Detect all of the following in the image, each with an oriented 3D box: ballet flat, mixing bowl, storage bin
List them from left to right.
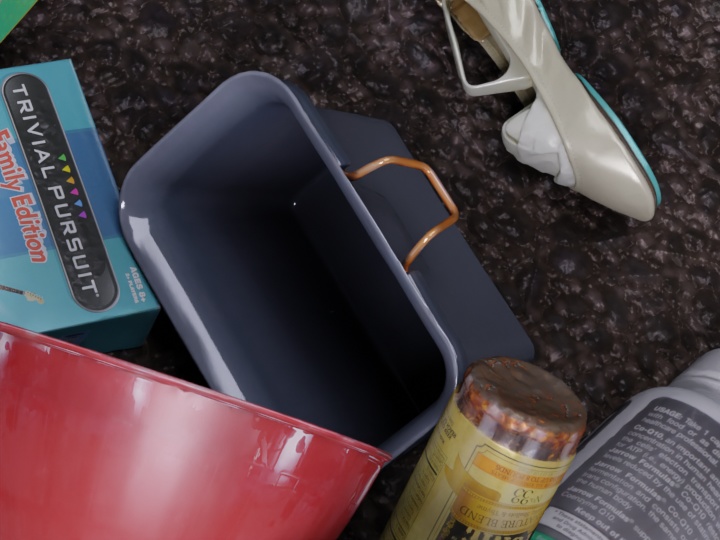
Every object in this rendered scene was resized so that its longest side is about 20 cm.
[{"bbox_3d":[-0.095,0.102,1.055,0.199,0.200,0.109,18,84,-11],"label":"mixing bowl"},{"bbox_3d":[0.000,0.000,1.198,0.200,0.145,0.134,57,27,14],"label":"storage bin"},{"bbox_3d":[0.097,-0.102,1.354,0.069,0.070,0.200,-18,68,-28],"label":"ballet flat"}]

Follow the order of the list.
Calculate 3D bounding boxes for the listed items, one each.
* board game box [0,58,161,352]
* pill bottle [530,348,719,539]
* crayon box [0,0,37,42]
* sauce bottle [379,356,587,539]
[{"bbox_3d":[-0.219,-0.019,1.188,0.199,0.047,0.151,-12,67,-26],"label":"board game box"},{"bbox_3d":[0.148,0.131,1.206,0.113,0.113,0.200,47,57,8],"label":"pill bottle"},{"bbox_3d":[-0.210,-0.192,1.252,0.118,0.058,0.200,18,52,23],"label":"crayon box"},{"bbox_3d":[0.040,0.136,1.115,0.066,0.201,0.066,19,25,-9],"label":"sauce bottle"}]
